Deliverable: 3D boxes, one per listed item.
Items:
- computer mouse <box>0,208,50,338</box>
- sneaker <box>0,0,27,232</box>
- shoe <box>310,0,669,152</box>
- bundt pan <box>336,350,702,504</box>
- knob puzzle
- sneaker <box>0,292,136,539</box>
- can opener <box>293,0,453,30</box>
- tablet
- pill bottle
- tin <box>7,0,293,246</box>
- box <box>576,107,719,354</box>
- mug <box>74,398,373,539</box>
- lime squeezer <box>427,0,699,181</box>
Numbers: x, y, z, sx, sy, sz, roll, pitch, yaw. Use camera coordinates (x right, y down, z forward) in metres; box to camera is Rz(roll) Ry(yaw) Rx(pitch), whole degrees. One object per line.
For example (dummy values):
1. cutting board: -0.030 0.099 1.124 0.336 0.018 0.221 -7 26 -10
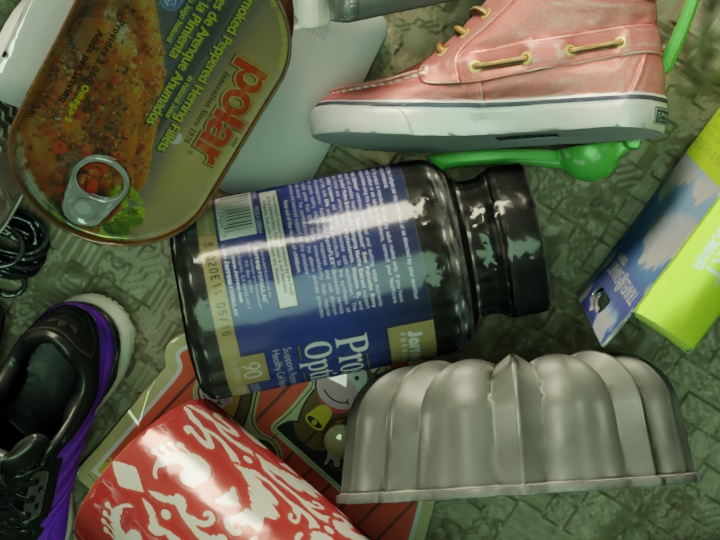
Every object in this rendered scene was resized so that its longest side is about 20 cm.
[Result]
1. computer mouse: -0.264 0.055 1.202 0.138 0.053 0.200 11 102 -3
2. sneaker: -0.191 -0.104 1.163 0.073 0.085 0.200 43 77 -25
3. shoe: 0.070 -0.117 1.152 0.200 0.071 0.091 -2 85 14
4. bundt pan: 0.085 0.086 1.142 0.202 0.202 0.076 -3 84 1
5. knob puzzle: -0.039 0.108 1.225 0.219 0.030 0.220 0 102 0
6. sneaker: -0.198 0.110 1.185 0.069 0.100 0.200 21 100 8
7. can opener: -0.012 -0.163 1.122 0.200 0.066 0.053 -14 114 -27
8. tablet: -0.091 -0.118 1.143 0.200 0.014 0.130 22 102 -29
9. pill bottle: 0.000 0.000 1.157 0.200 0.112 0.112 -11 102 -1
10. tin: -0.108 -0.096 1.074 0.112 0.042 0.200 28 126 -11
11. box: 0.202 -0.040 1.145 0.048 0.122 0.200 35 100 -8
12. mug: -0.062 0.180 1.106 0.200 0.177 0.134 43 128 18
13. lime squeezer: 0.140 -0.096 1.184 0.200 0.038 0.071 -38 69 9
